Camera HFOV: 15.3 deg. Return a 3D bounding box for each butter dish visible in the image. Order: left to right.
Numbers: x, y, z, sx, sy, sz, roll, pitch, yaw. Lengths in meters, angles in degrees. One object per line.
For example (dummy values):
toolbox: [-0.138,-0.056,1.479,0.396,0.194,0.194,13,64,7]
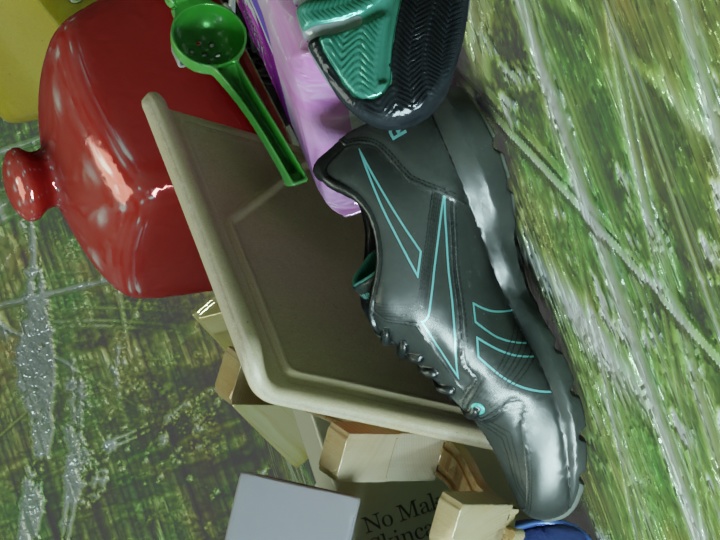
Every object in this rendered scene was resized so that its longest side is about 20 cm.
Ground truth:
butter dish: [-0.136,-0.069,1.552,0.200,0.148,0.200,62,160,22]

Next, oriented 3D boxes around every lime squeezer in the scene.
lime squeezer: [-0.076,-0.133,1.252,0.071,0.038,0.200,-148,40,-81]

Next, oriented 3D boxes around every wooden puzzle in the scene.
wooden puzzle: [-0.008,0.010,1.253,0.200,0.037,0.185,19,-145,-39]

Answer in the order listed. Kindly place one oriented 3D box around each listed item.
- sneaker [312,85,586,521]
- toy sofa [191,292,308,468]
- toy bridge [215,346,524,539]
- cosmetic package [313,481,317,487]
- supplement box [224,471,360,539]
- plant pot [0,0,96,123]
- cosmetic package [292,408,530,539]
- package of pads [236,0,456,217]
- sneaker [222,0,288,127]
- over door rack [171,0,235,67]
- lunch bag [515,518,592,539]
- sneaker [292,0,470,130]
sneaker: [0.042,0.021,1.184,0.075,0.079,0.200,-157,48,-79]
toy sofa: [-0.061,0.065,2.161,0.083,0.098,0.200,48,-176,-25]
toy bridge: [0.013,0.085,1.265,0.200,0.067,0.027,30,110,47]
cosmetic package: [0.025,0.170,1.699,0.200,0.081,0.113,113,139,-81]
supplement box: [-0.043,0.176,1.313,0.200,0.061,0.109,102,-179,-73]
plant pot: [-0.207,-0.232,1.908,0.200,0.200,0.176,52,163,-25]
cosmetic package: [0.038,0.126,1.386,0.073,0.103,0.200,-157,48,-79]
package of pads: [-0.018,-0.133,1.254,0.121,0.076,0.200,82,168,-50]
sneaker: [-0.059,-0.136,1.595,0.116,0.075,0.200,-119,13,-44]
over door rack: [-0.072,-0.231,1.393,0.200,0.067,0.148,107,150,-41]
lunch bag: [0.069,0.224,1.252,0.132,0.136,0.200,93,158,-72]
sneaker: [0.008,-0.146,1.118,0.088,0.074,0.200,50,-153,-70]
